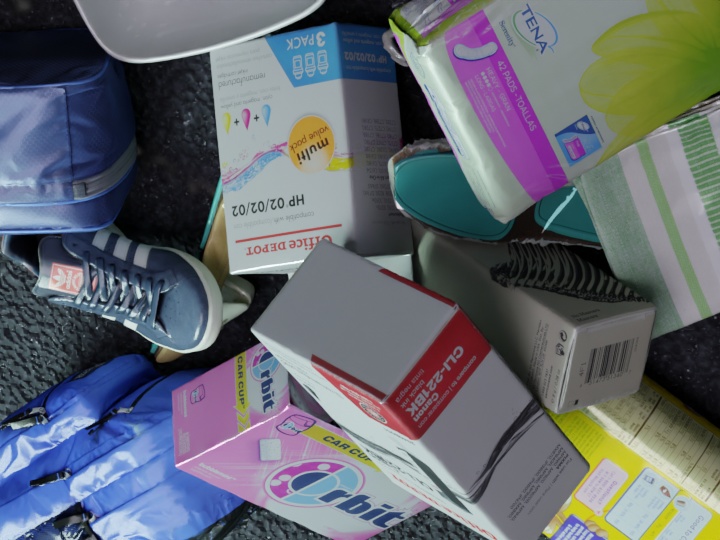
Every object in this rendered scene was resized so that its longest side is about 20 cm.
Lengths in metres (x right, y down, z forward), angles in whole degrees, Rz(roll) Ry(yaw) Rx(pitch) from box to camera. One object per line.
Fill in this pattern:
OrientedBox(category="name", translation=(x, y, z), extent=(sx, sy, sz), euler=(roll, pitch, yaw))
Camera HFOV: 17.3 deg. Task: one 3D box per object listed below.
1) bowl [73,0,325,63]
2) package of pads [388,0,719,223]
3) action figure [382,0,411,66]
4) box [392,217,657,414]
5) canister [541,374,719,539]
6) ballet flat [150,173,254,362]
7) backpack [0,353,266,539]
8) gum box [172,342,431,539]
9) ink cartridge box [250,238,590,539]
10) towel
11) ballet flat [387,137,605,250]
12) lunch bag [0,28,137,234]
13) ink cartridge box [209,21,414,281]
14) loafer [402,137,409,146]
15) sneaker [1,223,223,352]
OrientedBox(category="bowl", translation=(-0.117, -0.255, 1.625), extent=(0.200, 0.075, 0.200), euler=(-13, 108, 24))
OrientedBox(category="package of pads", translation=(0.133, -0.147, 1.492), extent=(0.200, 0.068, 0.155), euler=(-32, 123, -4))
OrientedBox(category="action figure", translation=(0.074, -0.170, 1.568), extent=(0.102, 0.119, 0.200), euler=(-40, 106, -13))
OrientedBox(category="box", translation=(0.103, 0.017, 1.608), extent=(0.200, 0.082, 0.069), euler=(35, 126, 41))
OrientedBox(category="canister", translation=(0.191, 0.149, 1.685), extent=(0.200, 0.087, 0.149), euler=(37, 121, 4))
OrientedBox(category="ballet flat", translation=(-0.097, -0.003, 1.739), extent=(0.063, 0.069, 0.200), euler=(21, 121, -6))
OrientedBox(category="backpack", translation=(-0.172, 0.151, 1.781), extent=(0.200, 0.163, 0.168), euler=(-25, 99, 29))
OrientedBox(category="gum box", translation=(-0.026, 0.126, 1.712), extent=(0.113, 0.066, 0.200), euler=(-29, 140, 31))
OrientedBox(category="ink cartridge box", translation=(0.042, 0.086, 1.566), extent=(0.144, 0.084, 0.200), euler=(26, 164, 46))
OrientedBox(category="towel", translation=(0.253, -0.049, 1.565), extent=(0.200, 0.023, 0.153), euler=(-22, 114, 8))
OrientedBox(category="ballet flat", translation=(0.108, -0.052, 1.601), extent=(0.199, 0.072, 0.072), euler=(11, 120, -15))
OrientedBox(category="lunch bag", translation=(-0.264, -0.091, 1.706), extent=(0.199, 0.136, 0.133), euler=(-1, 113, 8))
OrientedBox(category="ink cartridge box", translation=(-0.032, -0.061, 1.628), extent=(0.115, 0.068, 0.201), euler=(-9, 86, 37))
OrientedBox(category="loafer", translation=(0.000, 0.000, 1.702), extent=(0.072, 0.063, 0.200), euler=(20, 119, 13))
OrientedBox(category="sneaker", translation=(-0.186, 0.008, 1.719), extent=(0.200, 0.084, 0.075), euler=(24, 108, 41))
